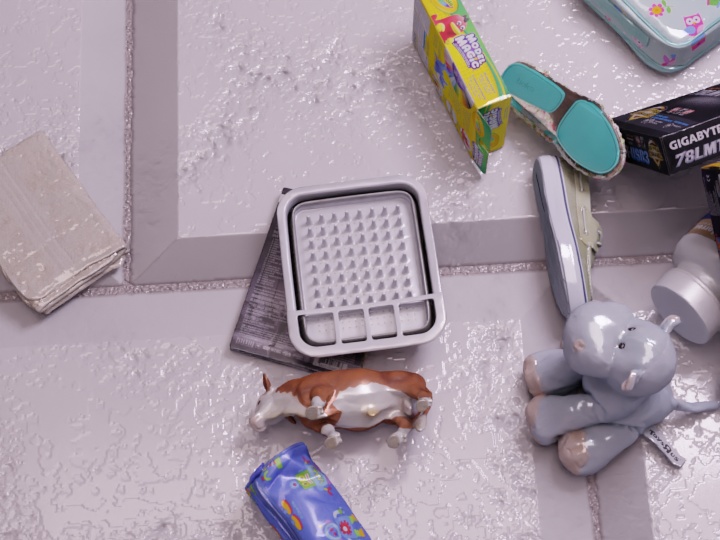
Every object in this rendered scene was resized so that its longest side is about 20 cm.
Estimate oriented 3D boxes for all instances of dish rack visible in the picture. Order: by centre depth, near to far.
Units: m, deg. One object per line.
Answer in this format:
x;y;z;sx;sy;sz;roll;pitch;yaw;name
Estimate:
0.000;0.000;1.712;0.169;0.044;0.203;-7;67;-1;dish rack

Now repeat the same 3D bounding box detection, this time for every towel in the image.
-0.361;-0.054;1.769;0.132;0.035;0.201;-33;69;-13;towel

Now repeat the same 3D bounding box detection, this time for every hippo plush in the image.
0.258;0.120;1.605;0.199;0.161;0.160;32;71;15;hippo plush

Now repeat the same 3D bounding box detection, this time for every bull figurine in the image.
-0.017;0.141;1.636;0.197;0.122;0.066;-7;108;-9;bull figurine

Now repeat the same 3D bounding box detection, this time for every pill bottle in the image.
0.407;-0.018;1.688;0.200;0.111;0.111;-42;72;-15;pill bottle

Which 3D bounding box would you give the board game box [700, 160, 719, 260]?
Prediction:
0.447;-0.034;1.613;0.164;0.057;0.203;-19;102;-24;board game box

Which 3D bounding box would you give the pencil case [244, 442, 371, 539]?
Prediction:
-0.039;0.271;1.591;0.078;0.086;0.201;-48;67;25;pencil case

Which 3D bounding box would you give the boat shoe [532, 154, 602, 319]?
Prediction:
0.235;-0.042;1.726;0.061;0.072;0.202;-5;64;-5;boat shoe

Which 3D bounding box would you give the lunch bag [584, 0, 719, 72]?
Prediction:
0.349;-0.339;1.848;0.160;0.077;0.200;-37;70;-12;lunch bag

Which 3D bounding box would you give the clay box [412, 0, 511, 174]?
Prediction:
0.118;-0.220;1.782;0.047;0.115;0.202;-22;68;-9;clay box

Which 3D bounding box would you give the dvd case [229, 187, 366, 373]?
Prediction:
-0.046;0.015;1.739;0.147;0.016;0.202;14;68;8;dvd case

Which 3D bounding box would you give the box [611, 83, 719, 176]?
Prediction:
0.387;-0.165;1.712;0.196;0.200;0.050;-20;102;-5;box

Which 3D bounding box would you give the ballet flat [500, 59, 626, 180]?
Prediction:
0.235;-0.168;1.767;0.076;0.064;0.200;-46;59;8;ballet flat
